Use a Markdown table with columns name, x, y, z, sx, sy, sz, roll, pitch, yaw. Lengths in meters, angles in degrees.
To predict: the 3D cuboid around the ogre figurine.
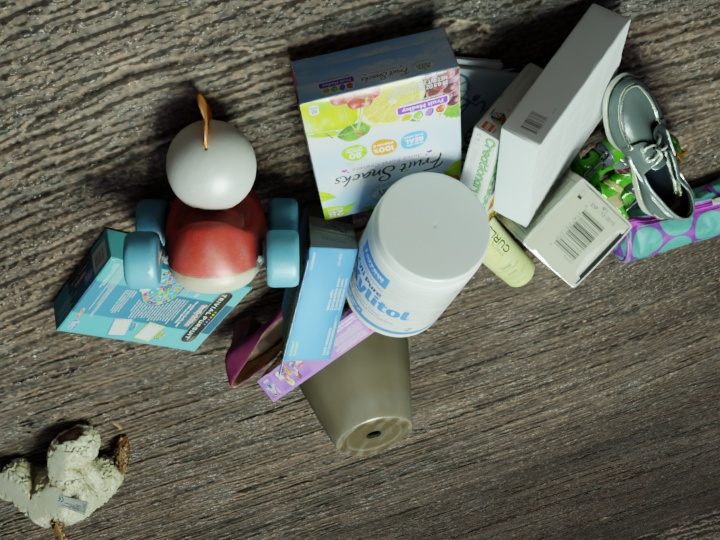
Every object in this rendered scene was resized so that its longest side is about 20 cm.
| name | x | y | z | sx | sy | sz | roll | pitch | yaw |
| --- | --- | --- | --- | --- | --- | --- | --- | --- | --- |
| ogre figurine | 0.338 | -0.141 | 1.212 | 0.120 | 0.098 | 0.199 | -45 | 133 | 17 |

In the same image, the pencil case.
| name | x | y | z | sx | sy | sz | roll | pitch | yaw |
| --- | --- | --- | --- | --- | --- | --- | --- | --- | --- |
| pencil case | 0.452 | -0.074 | 1.384 | 0.198 | 0.086 | 0.093 | -16 | 163 | -5 |

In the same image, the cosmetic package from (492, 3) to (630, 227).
| name | x | y | z | sx | sy | sz | roll | pitch | yaw |
| --- | --- | --- | --- | --- | --- | --- | --- | --- | --- |
| cosmetic package | 0.218 | -0.168 | 1.057 | 0.200 | 0.051 | 0.151 | -52 | 157 | -23 |

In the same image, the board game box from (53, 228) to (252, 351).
| name | x | y | z | sx | sy | sz | roll | pitch | yaw |
| --- | --- | --- | --- | --- | --- | --- | --- | --- | --- |
| board game box | -0.262 | 0.030 | 1.216 | 0.199 | 0.047 | 0.151 | 14 | 135 | -40 |

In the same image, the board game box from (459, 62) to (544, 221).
| name | x | y | z | sx | sy | sz | roll | pitch | yaw |
| --- | --- | --- | --- | --- | --- | --- | --- | --- | --- |
| board game box | 0.156 | -0.125 | 1.109 | 0.126 | 0.034 | 0.201 | -50 | 162 | -31 |

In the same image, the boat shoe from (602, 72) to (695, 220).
| name | x | y | z | sx | sy | sz | roll | pitch | yaw |
| --- | --- | --- | --- | --- | --- | --- | --- | --- | --- |
| boat shoe | 0.340 | -0.139 | 1.113 | 0.073 | 0.062 | 0.201 | -35 | 122 | -8 |

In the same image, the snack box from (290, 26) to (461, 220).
| name | x | y | z | sx | sy | sz | roll | pitch | yaw |
| --- | --- | --- | --- | --- | --- | --- | --- | --- | --- |
| snack box | 0.023 | -0.152 | 1.045 | 0.167 | 0.068 | 0.201 | -13 | 148 | -1 |

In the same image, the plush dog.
| name | x | y | z | sx | sy | sz | roll | pitch | yaw |
| --- | --- | --- | --- | --- | --- | --- | --- | --- | --- |
| plush dog | -0.439 | 0.336 | 1.502 | 0.199 | 0.162 | 0.172 | -30 | 171 | 20 |

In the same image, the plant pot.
| name | x | y | z | sx | sy | sz | roll | pitch | yaw |
| --- | --- | --- | --- | --- | --- | --- | --- | --- | --- |
| plant pot | -0.003 | 0.172 | 1.434 | 0.198 | 0.175 | 0.201 | -12 | 146 | -8 |

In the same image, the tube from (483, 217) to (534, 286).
| name | x | y | z | sx | sy | sz | roll | pitch | yaw |
| --- | --- | --- | --- | --- | --- | --- | --- | --- | --- |
| tube | 0.177 | -0.038 | 1.338 | 0.200 | 0.052 | 0.058 | 38 | 77 | -46 |

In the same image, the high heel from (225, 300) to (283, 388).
| name | x | y | z | sx | sy | sz | roll | pitch | yaw |
| --- | --- | --- | --- | --- | --- | --- | --- | --- | --- |
| high heel | -0.101 | 0.093 | 1.291 | 0.199 | 0.097 | 0.067 | -25 | 139 | 37 |

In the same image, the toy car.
| name | x | y | z | sx | sy | sz | roll | pitch | yaw |
| --- | --- | --- | --- | --- | --- | --- | --- | --- | --- |
| toy car | -0.157 | -0.095 | 1.032 | 0.182 | 0.177 | 0.202 | 0 | 116 | -4 |

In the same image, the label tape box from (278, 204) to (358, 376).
| name | x | y | z | sx | sy | sz | roll | pitch | yaw |
| --- | --- | --- | --- | --- | --- | --- | --- | --- | --- |
| label tape box | -0.050 | 0.023 | 1.130 | 0.063 | 0.200 | 0.145 | 12 | 110 | -8 |

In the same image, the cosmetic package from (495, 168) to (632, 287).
| name | x | y | z | sx | sy | sz | roll | pitch | yaw |
| --- | --- | --- | --- | --- | --- | --- | --- | --- | --- |
| cosmetic package | 0.237 | -0.065 | 1.165 | 0.087 | 0.200 | 0.103 | 40 | 100 | -12 |

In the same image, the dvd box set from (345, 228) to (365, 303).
| name | x | y | z | sx | sy | sz | roll | pitch | yaw |
| --- | --- | --- | --- | --- | --- | --- | --- | --- | --- |
| dvd box set | 0.000 | 0.000 | 1.317 | 0.198 | 0.030 | 0.147 | -21 | 147 | 2 |

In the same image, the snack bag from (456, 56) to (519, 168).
| name | x | y | z | sx | sy | sz | roll | pitch | yaw |
| --- | --- | --- | --- | --- | --- | --- | --- | --- | --- |
| snack bag | 0.126 | -0.174 | 1.139 | 0.198 | 0.022 | 0.189 | 0 | 143 | -25 |

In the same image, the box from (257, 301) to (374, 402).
| name | x | y | z | sx | sy | sz | roll | pitch | yaw |
| --- | --- | --- | --- | --- | --- | --- | --- | --- | --- |
| box | -0.035 | 0.085 | 1.284 | 0.199 | 0.039 | 0.137 | -37 | -174 | 25 |

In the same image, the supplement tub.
| name | x | y | z | sx | sy | sz | roll | pitch | yaw |
| --- | --- | --- | --- | --- | --- | --- | --- | --- | --- |
| supplement tub | 0.059 | -0.012 | 1.102 | 0.131 | 0.133 | 0.200 | -9 | 161 | -14 |
